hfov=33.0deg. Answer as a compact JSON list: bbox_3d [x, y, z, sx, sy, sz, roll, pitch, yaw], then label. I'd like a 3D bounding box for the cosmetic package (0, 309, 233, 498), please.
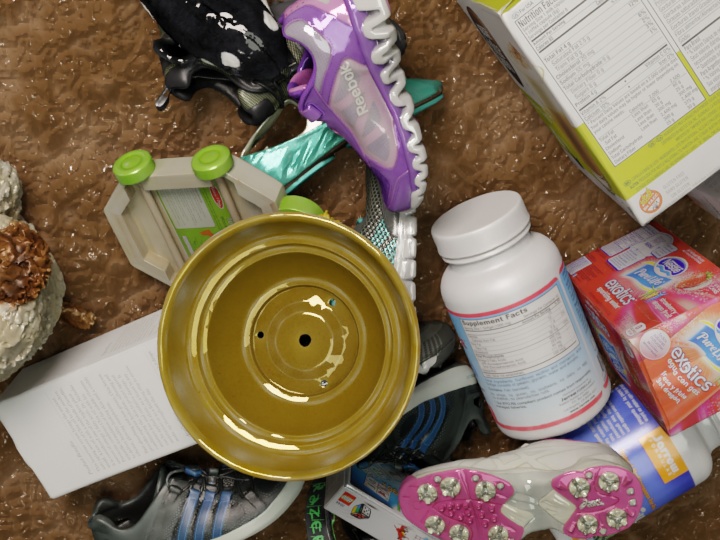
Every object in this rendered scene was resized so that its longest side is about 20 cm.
[{"bbox_3d":[-0.194,0.105,1.024,0.199,0.071,0.102,-22,109,16],"label":"cosmetic package"}]

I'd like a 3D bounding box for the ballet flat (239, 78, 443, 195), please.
[{"bbox_3d":[-0.028,-0.121,1.004,0.200,0.067,0.071,-33,95,2],"label":"ballet flat"}]

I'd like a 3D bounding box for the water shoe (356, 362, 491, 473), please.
[{"bbox_3d":[0.045,0.141,1.035,0.071,0.200,0.079,-29,86,46],"label":"water shoe"}]

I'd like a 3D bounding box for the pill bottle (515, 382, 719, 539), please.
[{"bbox_3d":[0.246,0.164,1.103,0.200,0.112,0.112,-32,109,4],"label":"pill bottle"}]

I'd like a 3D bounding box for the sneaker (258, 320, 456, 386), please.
[{"bbox_3d":[-0.016,0.061,1.061,0.199,0.067,0.091,-12,111,-1],"label":"sneaker"}]

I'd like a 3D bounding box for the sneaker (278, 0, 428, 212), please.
[{"bbox_3d":[-0.007,-0.129,0.916,0.088,0.081,0.201,-20,121,-3],"label":"sneaker"}]

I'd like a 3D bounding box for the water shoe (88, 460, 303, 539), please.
[{"bbox_3d":[-0.146,0.204,1.076,0.199,0.072,0.079,-27,113,2],"label":"water shoe"}]

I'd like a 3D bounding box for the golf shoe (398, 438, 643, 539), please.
[{"bbox_3d":[0.132,0.182,1.021,0.199,0.092,0.076,-2,109,7],"label":"golf shoe"}]

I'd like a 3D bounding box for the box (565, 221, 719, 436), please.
[{"bbox_3d":[0.252,0.042,1.018,0.099,0.200,0.096,-27,108,2],"label":"box"}]

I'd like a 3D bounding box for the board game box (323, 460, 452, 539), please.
[{"bbox_3d":[0.059,0.208,1.084,0.200,0.126,0.035,33,115,-15],"label":"board game box"}]

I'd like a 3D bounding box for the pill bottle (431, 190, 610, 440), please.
[{"bbox_3d":[0.135,0.038,1.050,0.108,0.109,0.201,-24,109,1],"label":"pill bottle"}]

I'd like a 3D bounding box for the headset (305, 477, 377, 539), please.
[{"bbox_3d":[0.029,0.246,1.101,0.094,0.124,0.200,-21,142,27],"label":"headset"}]

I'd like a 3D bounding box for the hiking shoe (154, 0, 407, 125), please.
[{"bbox_3d":[-0.063,-0.161,0.965,0.199,0.076,0.101,1,79,2],"label":"hiking shoe"}]

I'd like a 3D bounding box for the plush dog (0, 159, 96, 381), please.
[{"bbox_3d":[-0.291,0.034,0.960,0.160,0.172,0.200,31,101,-16],"label":"plush dog"}]

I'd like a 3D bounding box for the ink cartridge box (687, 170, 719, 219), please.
[{"bbox_3d":[0.352,-0.102,0.985,0.162,0.200,0.050,-44,108,8],"label":"ink cartridge box"}]

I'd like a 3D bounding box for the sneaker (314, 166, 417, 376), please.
[{"bbox_3d":[0.000,0.000,1.011,0.091,0.078,0.201,3,77,-6],"label":"sneaker"}]

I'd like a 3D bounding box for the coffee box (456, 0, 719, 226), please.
[{"bbox_3d":[0.217,-0.192,0.939,0.200,0.200,0.198,-37,108,6],"label":"coffee box"}]

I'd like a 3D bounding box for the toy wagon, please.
[{"bbox_3d":[-0.106,-0.035,0.986,0.199,0.040,0.156,-2,134,19],"label":"toy wagon"}]

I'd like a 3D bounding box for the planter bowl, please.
[{"bbox_3d":[-0.049,0.056,0.942,0.199,0.083,0.201,0,91,8],"label":"planter bowl"}]

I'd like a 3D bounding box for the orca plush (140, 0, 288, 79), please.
[{"bbox_3d":[-0.129,-0.229,0.908,0.105,0.071,0.201,-28,77,-5],"label":"orca plush"}]
